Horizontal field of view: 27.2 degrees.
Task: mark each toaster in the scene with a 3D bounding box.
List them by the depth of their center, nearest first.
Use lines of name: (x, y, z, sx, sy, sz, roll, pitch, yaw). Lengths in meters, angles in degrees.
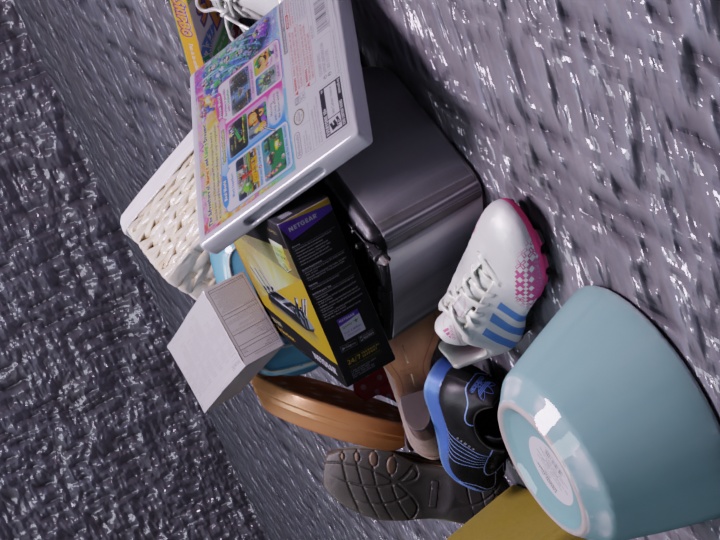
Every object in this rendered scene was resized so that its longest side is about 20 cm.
toaster: (0.017, -0.053, 1.304, 0.201, 0.118, 0.181, 54, 165, 29)

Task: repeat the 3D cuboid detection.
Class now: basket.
basket: (-0.129, -0.066, 1.551, 0.135, 0.200, 0.124, 33, -168, -41)

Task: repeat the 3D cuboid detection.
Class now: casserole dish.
casserole dish: (-0.079, 0.025, 1.496, 0.039, 0.120, 0.202, -113, 8, -66)

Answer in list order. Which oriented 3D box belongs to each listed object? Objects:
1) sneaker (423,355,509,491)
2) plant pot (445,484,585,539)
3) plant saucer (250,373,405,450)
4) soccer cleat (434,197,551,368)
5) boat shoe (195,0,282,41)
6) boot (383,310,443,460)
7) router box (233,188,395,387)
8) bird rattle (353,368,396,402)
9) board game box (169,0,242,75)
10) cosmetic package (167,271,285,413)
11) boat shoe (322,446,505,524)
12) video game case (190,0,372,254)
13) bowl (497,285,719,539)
sneaker: (0.121, 0.164, 1.456, 0.078, 0.070, 0.201, 24, 154, 35)
plant pot: (0.146, 0.356, 1.469, 0.197, 0.199, 0.194, 64, 166, -7)
plant saucer: (-0.027, 0.153, 1.615, 0.200, 0.198, 0.038, 21, 95, 68)
soccer cleat: (0.102, 0.020, 1.213, 0.070, 0.086, 0.201, 53, 164, 27)
boat shoe: (-0.115, -0.264, 1.429, 0.202, 0.086, 0.075, 42, 157, 54)
boot: (0.062, 0.093, 1.526, 0.146, 0.069, 0.202, 37, -131, -75)
router box: (-0.055, -0.001, 1.306, 0.200, 0.052, 0.158, 29, 144, 65)
bird rattle: (-0.010, 0.062, 1.581, 0.113, 0.198, 0.164, -84, 19, -48)
board game box: (-0.162, -0.273, 1.575, 0.030, 0.096, 0.201, 10, 144, 19)
cosmetic package: (-0.135, 0.074, 1.466, 0.083, 0.050, 0.200, 61, 157, 8)
boat shoe: (0.057, 0.234, 1.619, 0.074, 0.198, 0.076, -45, -33, -87)
video game case: (-0.072, -0.137, 1.245, 0.024, 0.181, 0.201, 29, -141, -39)
bowl: (0.176, 0.123, 1.118, 0.201, 0.104, 0.201, 55, 164, 24)
